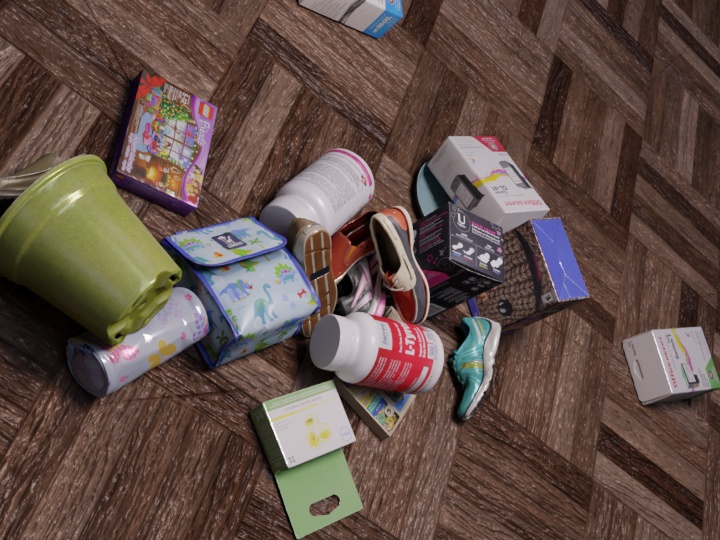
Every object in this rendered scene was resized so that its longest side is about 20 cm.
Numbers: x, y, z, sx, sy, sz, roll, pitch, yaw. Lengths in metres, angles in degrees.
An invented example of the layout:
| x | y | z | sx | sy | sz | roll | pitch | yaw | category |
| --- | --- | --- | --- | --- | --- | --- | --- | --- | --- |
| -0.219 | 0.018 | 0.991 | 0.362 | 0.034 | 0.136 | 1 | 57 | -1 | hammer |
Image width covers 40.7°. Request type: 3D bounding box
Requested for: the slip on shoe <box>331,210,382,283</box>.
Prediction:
| x | y | z | sx | sy | sz | roll | pitch | yaw | category |
| --- | --- | --- | --- | --- | --- | --- | --- | --- | --- |
| -0.034 | -0.033 | 1.593 | 0.200 | 0.061 | 0.074 | -35 | 55 | -18 | slip on shoe |

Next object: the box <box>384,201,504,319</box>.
| x | y | z | sx | sy | sz | roll | pitch | yaw | category |
| --- | --- | --- | --- | --- | --- | --- | --- | --- | --- |
| 0.134 | -0.013 | 1.670 | 0.132 | 0.200 | 0.115 | 21 | 57 | -32 | box |

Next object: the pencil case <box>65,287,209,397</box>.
| x | y | z | sx | sy | sz | roll | pitch | yaw | category |
| --- | --- | --- | --- | --- | --- | --- | --- | --- | --- |
| -0.302 | 0.094 | 1.326 | 0.091 | 0.083 | 0.200 | 32 | 39 | 26 | pencil case |

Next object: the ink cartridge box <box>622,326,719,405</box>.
| x | y | z | sx | sy | sz | roll | pitch | yaw | category |
| --- | --- | --- | --- | --- | --- | --- | --- | --- | --- |
| 0.676 | 0.205 | 2.107 | 0.199 | 0.084 | 0.145 | 0 | 69 | -40 | ink cartridge box |

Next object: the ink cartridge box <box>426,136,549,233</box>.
| x | y | z | sx | sy | sz | roll | pitch | yaw | category |
| --- | --- | --- | --- | --- | --- | --- | --- | --- | --- |
| 0.243 | -0.159 | 1.847 | 0.147 | 0.086 | 0.200 | -7 | 54 | -44 | ink cartridge box |

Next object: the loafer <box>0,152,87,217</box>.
| x | y | z | sx | sy | sz | roll | pitch | yaw | category |
| --- | --- | --- | --- | --- | --- | --- | --- | --- | --- |
| -0.439 | -0.119 | 1.327 | 0.200 | 0.076 | 0.068 | -15 | 78 | -54 | loafer |

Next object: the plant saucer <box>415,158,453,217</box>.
| x | y | z | sx | sy | sz | roll | pitch | yaw | category |
| --- | --- | --- | --- | --- | --- | --- | --- | --- | --- |
| 0.178 | -0.123 | 1.887 | 0.200 | 0.027 | 0.201 | 20 | 56 | -32 | plant saucer |

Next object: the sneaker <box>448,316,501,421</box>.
| x | y | z | sx | sy | sz | roll | pitch | yaw | category |
| --- | --- | --- | --- | --- | --- | --- | --- | --- | --- |
| 0.195 | 0.174 | 1.733 | 0.079 | 0.078 | 0.201 | 15 | 60 | 0 | sneaker |

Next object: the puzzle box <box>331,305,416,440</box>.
| x | y | z | sx | sy | sz | roll | pitch | yaw | category |
| --- | --- | --- | --- | --- | --- | --- | --- | --- | --- |
| 0.044 | 0.167 | 1.624 | 0.133 | 0.025 | 0.200 | 48 | 46 | -10 | puzzle box |

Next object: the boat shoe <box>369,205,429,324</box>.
| x | y | z | sx | sy | sz | roll | pitch | yaw | category |
| --- | --- | --- | --- | --- | --- | --- | --- | --- | --- |
| 0.060 | -0.003 | 1.576 | 0.062 | 0.071 | 0.201 | -24 | 107 | -47 | boat shoe |

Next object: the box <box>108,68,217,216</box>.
| x | y | z | sx | sy | sz | roll | pitch | yaw | category |
| --- | --- | --- | --- | --- | --- | --- | --- | --- | --- |
| -0.303 | -0.199 | 1.503 | 0.137 | 0.039 | 0.201 | 25 | 54 | -30 | box |

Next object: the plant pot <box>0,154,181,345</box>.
| x | y | z | sx | sy | sz | roll | pitch | yaw | category |
| --- | --- | --- | --- | --- | --- | --- | --- | --- | --- |
| -0.336 | -0.012 | 1.236 | 0.184 | 0.201 | 0.200 | 41 | 45 | 6 | plant pot |

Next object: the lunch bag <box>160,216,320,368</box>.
| x | y | z | sx | sy | sz | roll | pitch | yaw | category |
| --- | --- | --- | --- | --- | --- | --- | --- | --- | --- |
| -0.184 | 0.016 | 1.446 | 0.170 | 0.127 | 0.200 | -18 | 68 | -42 | lunch bag |

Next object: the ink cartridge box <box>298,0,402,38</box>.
| x | y | z | sx | sy | sz | roll | pitch | yaw | category |
| --- | --- | --- | --- | --- | --- | --- | --- | --- | --- |
| -0.023 | -0.564 | 1.898 | 0.199 | 0.084 | 0.147 | 14 | 60 | -36 | ink cartridge box |

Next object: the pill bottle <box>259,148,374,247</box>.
| x | y | z | sx | sy | sz | roll | pitch | yaw | category |
| --- | --- | --- | --- | --- | --- | --- | --- | --- | --- |
| -0.072 | -0.112 | 1.605 | 0.114 | 0.113 | 0.200 | 52 | 45 | -7 | pill bottle |

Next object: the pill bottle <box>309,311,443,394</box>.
| x | y | z | sx | sy | sz | roll | pitch | yaw | category |
| --- | --- | --- | --- | --- | --- | --- | --- | --- | --- |
| 0.025 | 0.128 | 1.531 | 0.199 | 0.112 | 0.113 | 15 | 60 | -34 | pill bottle |

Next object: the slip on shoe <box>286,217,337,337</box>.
| x | y | z | sx | sy | sz | roll | pitch | yaw | category |
| --- | --- | --- | --- | --- | --- | --- | --- | --- | --- |
| -0.084 | 0.010 | 1.518 | 0.076 | 0.201 | 0.061 | -26 | 42 | -30 | slip on shoe |

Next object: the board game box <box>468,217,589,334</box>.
| x | y | z | sx | sy | sz | roll | pitch | yaw | category |
| --- | --- | --- | --- | --- | --- | --- | --- | --- | --- |
| 0.295 | 0.014 | 1.794 | 0.097 | 0.200 | 0.160 | -5 | 71 | -43 | board game box |

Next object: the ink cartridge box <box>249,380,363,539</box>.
| x | y | z | sx | sy | sz | roll | pitch | yaw | category |
| --- | --- | --- | --- | --- | --- | --- | --- | --- | --- |
| -0.068 | 0.279 | 1.457 | 0.145 | 0.048 | 0.201 | -12 | 75 | -44 | ink cartridge box |

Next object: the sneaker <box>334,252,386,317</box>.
| x | y | z | sx | sy | sz | roll | pitch | yaw | category |
| --- | --- | --- | --- | --- | --- | --- | --- | --- | --- |
| 0.000 | 0.000 | 1.639 | 0.086 | 0.080 | 0.201 | 21 | 50 | -19 | sneaker |
